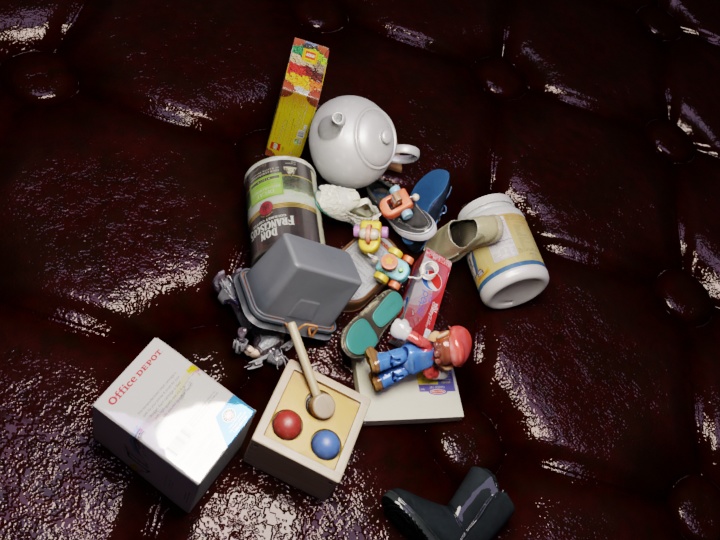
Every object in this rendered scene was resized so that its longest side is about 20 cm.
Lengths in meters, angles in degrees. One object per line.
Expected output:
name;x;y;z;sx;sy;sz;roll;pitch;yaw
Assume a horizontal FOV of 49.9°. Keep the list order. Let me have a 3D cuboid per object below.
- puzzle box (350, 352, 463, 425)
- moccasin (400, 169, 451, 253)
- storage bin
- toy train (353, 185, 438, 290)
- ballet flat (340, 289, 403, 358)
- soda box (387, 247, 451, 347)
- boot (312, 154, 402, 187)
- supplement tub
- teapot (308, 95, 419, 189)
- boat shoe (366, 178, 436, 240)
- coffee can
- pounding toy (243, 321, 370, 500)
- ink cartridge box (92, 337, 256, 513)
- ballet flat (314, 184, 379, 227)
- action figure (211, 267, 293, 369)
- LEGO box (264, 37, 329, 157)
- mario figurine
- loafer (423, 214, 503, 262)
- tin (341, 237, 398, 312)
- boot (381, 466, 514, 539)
puzzle box;0.086;0.216;1.426;0.197;0.026;0.135;2;58;-18
moccasin;0.134;-0.125;1.637;0.080;0.069;0.201;15;60;31
storage bin;-0.097;0.029;1.358;0.198;0.135;0.147;15;37;-40
toy train;0.067;-0.067;1.487;0.148;0.056;0.202;-22;70;1
ballet flat;0.009;0.107;1.439;0.068;0.075;0.200;55;44;-9
soda box;0.118;0.060;1.508;0.063;0.070;0.202;26;55;-7
boot;-0.006;-0.233;1.675;0.197;0.069;0.190;11;48;-21
supplement tub;0.286;-0.040;1.586;0.142;0.145;0.202;-5;60;-22
teapot;0.006;-0.256;1.535;0.200;0.145;0.199;-46;122;-38
boat shoe;0.077;-0.132;1.574;0.070;0.067;0.200;-37;48;-9
coffee can;-0.143;-0.093;1.470;0.144;0.147;0.203;1;58;-18
pounding toy;-0.088;0.232;1.283;0.182;0.143;0.202;26;54;-2
ink cartridge box;-0.293;0.240;1.205;0.199;0.145;0.148;36;54;6
ballet flat;-0.019;-0.131;1.521;0.072;0.071;0.199;61;17;22
action figure;-0.190;0.092;1.383;0.129;0.069;0.201;-22;72;-48
LEGO box;-0.133;-0.347;1.603;0.076;0.201;0.151;14;54;-10
mario figurine;0.104;0.145;1.395;0.197;0.124;0.107;-15;67;-11
loafer;0.191;-0.067;1.538;0.068;0.199;0.077;9;65;-40
tin;0.000;0.000;1.529;0.112;0.042;0.200;44;55;6
boot;0.150;0.392;1.302;0.200;0.077;0.168;43;58;2
